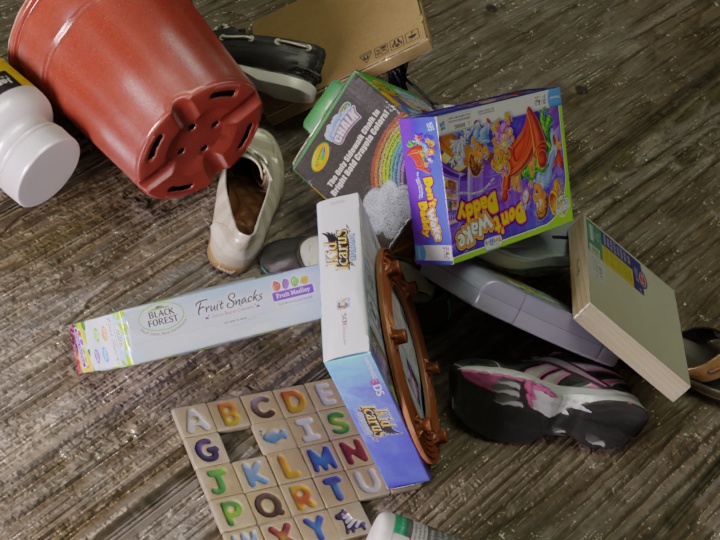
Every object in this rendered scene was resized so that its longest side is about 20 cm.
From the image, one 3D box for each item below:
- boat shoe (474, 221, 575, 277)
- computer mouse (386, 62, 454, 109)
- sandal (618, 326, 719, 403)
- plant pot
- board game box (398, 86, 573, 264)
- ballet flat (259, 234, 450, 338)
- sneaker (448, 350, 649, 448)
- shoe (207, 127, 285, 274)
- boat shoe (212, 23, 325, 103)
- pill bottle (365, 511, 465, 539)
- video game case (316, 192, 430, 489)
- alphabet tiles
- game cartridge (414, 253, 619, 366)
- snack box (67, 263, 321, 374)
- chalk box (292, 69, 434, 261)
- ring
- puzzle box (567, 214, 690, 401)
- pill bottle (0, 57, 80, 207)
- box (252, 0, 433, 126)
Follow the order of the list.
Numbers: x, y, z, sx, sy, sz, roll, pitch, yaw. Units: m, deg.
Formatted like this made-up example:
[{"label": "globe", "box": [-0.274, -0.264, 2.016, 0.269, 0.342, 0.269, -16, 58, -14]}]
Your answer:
[{"label": "boat shoe", "box": [0.157, -0.021, 1.557, 0.200, 0.062, 0.072, 8, 52, -44]}, {"label": "computer mouse", "box": [0.099, -0.148, 1.680, 0.200, 0.110, 0.044, 42, 74, 9]}, {"label": "sandal", "box": [0.352, 0.083, 1.577, 0.199, 0.055, 0.082, 19, 44, -1]}, {"label": "plant pot", "box": [-0.210, -0.187, 1.512, 0.200, 0.201, 0.195, -23, 59, -35]}, {"label": "board game box", "box": [0.122, -0.092, 1.445, 0.045, 0.135, 0.200, 2, 14, 41]}, {"label": "ballet flat", "box": [0.000, 0.000, 1.513, 0.199, 0.069, 0.068, 20, 47, -1]}, {"label": "sneaker", "box": [0.173, 0.116, 1.480, 0.199, 0.081, 0.086, 15, 33, -19]}, {"label": "shoe", "box": [-0.111, -0.082, 1.558, 0.070, 0.053, 0.200, 14, 45, -8]}, {"label": "boat shoe", "box": [-0.132, -0.232, 1.643, 0.199, 0.074, 0.061, 15, 78, 21]}, {"label": "pill bottle", "box": [0.090, 0.282, 1.254, 0.199, 0.113, 0.113, 20, 45, -1]}, {"label": "video game case", "box": [0.011, 0.065, 1.363, 0.045, 0.200, 0.182, -14, 47, 9]}, {"label": "alphabet tiles", "box": [-0.050, 0.174, 1.376, 0.199, 0.008, 0.167, -9, 53, -27]}, {"label": "game cartridge", "box": [0.159, 0.035, 1.477, 0.200, 0.041, 0.133, 23, 9, -37]}, {"label": "snack box", "box": [-0.142, 0.044, 1.367, 0.199, 0.142, 0.053, -14, 89, -29]}, {"label": "chalk box", "box": [0.027, -0.114, 1.555, 0.200, 0.125, 0.124, 44, 17, 29]}, {"label": "ring", "box": [0.049, 0.075, 1.384, 0.019, 0.201, 0.201, -13, 47, 10]}, {"label": "puzzle box", "box": [0.262, 0.033, 1.507, 0.133, 0.025, 0.200, 39, 24, -12]}, {"label": "pill bottle", "box": [-0.369, -0.152, 1.486, 0.200, 0.111, 0.111, 39, 47, 16]}, {"label": "box", "box": [-0.024, -0.259, 1.689, 0.199, 0.021, 0.164, -24, 47, 15]}]
